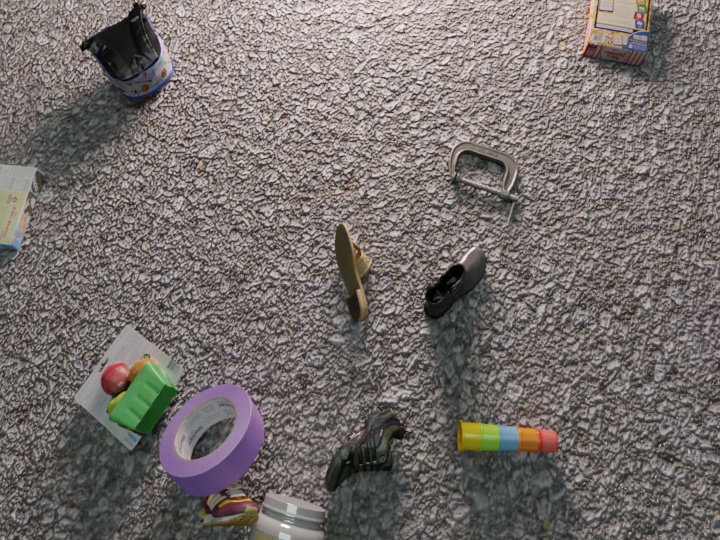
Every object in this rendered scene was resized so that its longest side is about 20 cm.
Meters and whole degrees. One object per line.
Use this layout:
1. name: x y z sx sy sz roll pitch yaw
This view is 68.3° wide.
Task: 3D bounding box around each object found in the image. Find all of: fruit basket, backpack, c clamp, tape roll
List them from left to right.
1. fruit basket: -0.488 0.243 1.126 0.196 0.094 0.189 25 74 28
2. backpack: -0.571 -0.532 1.346 0.197 0.155 0.193 -35 64 -2
3. tape roll: -0.287 0.324 1.031 0.193 0.067 0.203 -16 36 11
4. c clamp: 0.291 -0.219 1.256 0.194 0.027 0.175 25 75 10

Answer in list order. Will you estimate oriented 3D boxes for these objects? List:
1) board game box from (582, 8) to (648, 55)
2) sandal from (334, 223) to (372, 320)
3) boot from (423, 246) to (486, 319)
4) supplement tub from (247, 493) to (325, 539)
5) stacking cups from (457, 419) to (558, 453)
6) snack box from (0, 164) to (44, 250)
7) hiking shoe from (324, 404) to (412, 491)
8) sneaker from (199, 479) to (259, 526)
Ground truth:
1. board game box: 0.664 -0.638 1.366 0.146 0.047 0.207 14 73 8
2. sandal: -0.003 0.002 1.190 0.067 0.077 0.220 -4 75 -32
3. boot: 0.210 0.014 1.126 0.069 0.132 0.202 36 76 15
4. supplement tub: -0.144 0.530 0.966 0.140 0.146 0.207 12 72 7
5. stacking cups: 0.292 0.338 1.059 0.191 0.061 0.063 5 71 0
6. snack box: -0.861 -0.156 1.294 0.111 0.037 0.208 6 72 6
7. hiking shoe: 0.014 0.368 1.048 0.100 0.076 0.200 40 77 18
8. sneaker: -0.246 0.425 0.991 0.073 0.198 0.093 20 57 -33
